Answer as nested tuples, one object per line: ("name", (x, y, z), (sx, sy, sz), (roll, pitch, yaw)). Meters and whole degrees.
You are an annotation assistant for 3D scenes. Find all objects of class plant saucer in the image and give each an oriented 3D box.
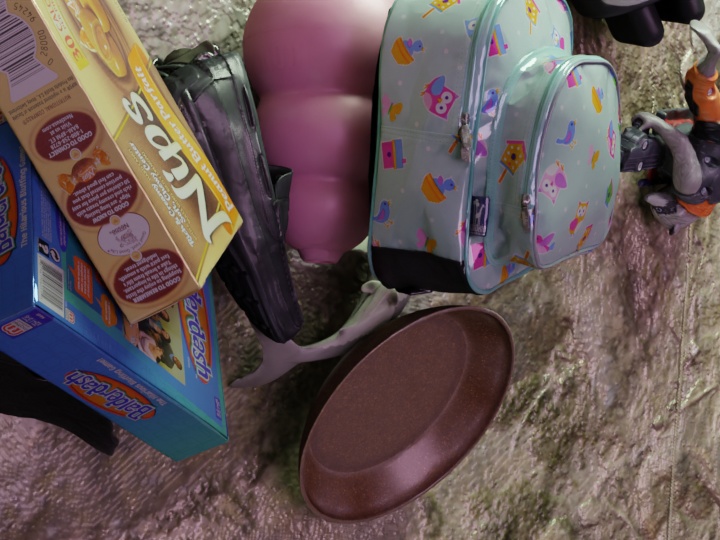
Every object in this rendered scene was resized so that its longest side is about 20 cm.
("plant saucer", (0.029, 0.100, 1.069), (0.199, 0.037, 0.202), (-26, 140, -25))

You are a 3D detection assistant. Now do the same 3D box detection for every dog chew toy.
("dog chew toy", (-0.025, -0.107, 1.011), (0.123, 0.124, 0.203), (6, 84, -34))

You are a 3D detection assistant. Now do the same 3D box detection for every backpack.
("backpack", (0.088, -0.094, 0.955), (0.175, 0.152, 0.203), (-16, 104, -57))

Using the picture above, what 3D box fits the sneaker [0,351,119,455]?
("sneaker", (-0.240, 0.049, 0.904), (0.197, 0.105, 0.060), (16, 52, 1))

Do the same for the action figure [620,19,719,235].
("action figure", (0.284, -0.114, 1.214), (0.198, 0.105, 0.195), (-18, 136, -37))

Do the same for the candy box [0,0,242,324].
("candy box", (-0.148, -0.084, 0.831), (0.202, 0.055, 0.116), (62, 17, -15))

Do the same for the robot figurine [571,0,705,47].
("robot figurine", (0.211, -0.287, 1.173), (0.150, 0.124, 0.202), (-45, 116, -44))

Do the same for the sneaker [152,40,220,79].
("sneaker", (-0.156, -0.103, 0.958), (0.198, 0.076, 0.116), (7, 86, -37))

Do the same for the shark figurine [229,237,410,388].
("shark figurine", (0.002, 0.021, 1.072), (0.127, 0.090, 0.216), (31, 63, 4))

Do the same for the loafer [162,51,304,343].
("loafer", (-0.072, -0.045, 0.946), (0.070, 0.068, 0.203), (-30, 117, -21))

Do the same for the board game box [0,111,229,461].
("board game box", (-0.154, 0.008, 0.868), (0.200, 0.045, 0.154), (45, 28, -50))
